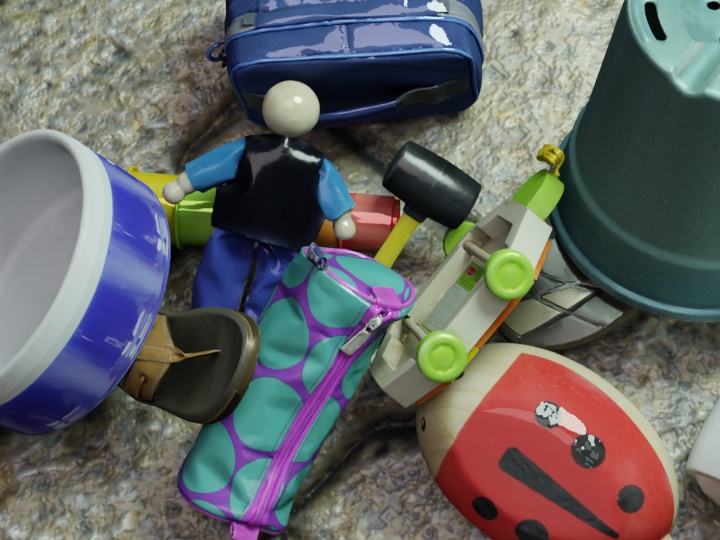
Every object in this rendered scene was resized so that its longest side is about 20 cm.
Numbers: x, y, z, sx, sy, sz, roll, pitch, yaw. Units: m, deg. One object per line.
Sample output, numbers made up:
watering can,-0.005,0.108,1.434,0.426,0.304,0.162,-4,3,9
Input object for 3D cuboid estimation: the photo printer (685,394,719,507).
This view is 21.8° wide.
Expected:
photo printer,0.307,0.098,1.208,0.069,0.200,0.167,42,80,-23

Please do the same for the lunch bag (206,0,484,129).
lunch bag,-0.012,-0.171,1.343,0.199,0.136,0.133,-6,72,6

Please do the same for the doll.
doll,-0.072,-0.035,1.301,0.136,0.048,0.200,17,106,-2

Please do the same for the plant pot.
plant pot,0.233,-0.102,1.235,0.200,0.196,0.201,1,55,-2

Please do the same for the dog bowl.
dog bowl,-0.225,0.009,1.289,0.200,0.079,0.201,-24,52,35

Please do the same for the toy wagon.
toy wagon,0.080,0.003,1.265,0.040,0.155,0.200,39,92,-12

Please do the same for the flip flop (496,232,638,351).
flip flop,0.178,-0.003,1.319,0.200,0.058,0.081,-36,68,-21

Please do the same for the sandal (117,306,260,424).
sandal,-0.143,0.053,1.280,0.200,0.055,0.082,17,94,46

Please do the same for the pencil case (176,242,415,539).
pencil case,-0.045,0.081,1.267,0.200,0.085,0.092,-61,32,11

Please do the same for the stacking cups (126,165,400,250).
stacking cups,-0.071,-0.038,1.358,0.199,0.061,0.061,5,74,2

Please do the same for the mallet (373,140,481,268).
mallet,0.000,0.000,1.311,0.066,0.041,0.200,39,96,-4

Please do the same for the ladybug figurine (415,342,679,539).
ladybug figurine,0.123,0.131,1.254,0.200,0.072,0.136,32,103,9
